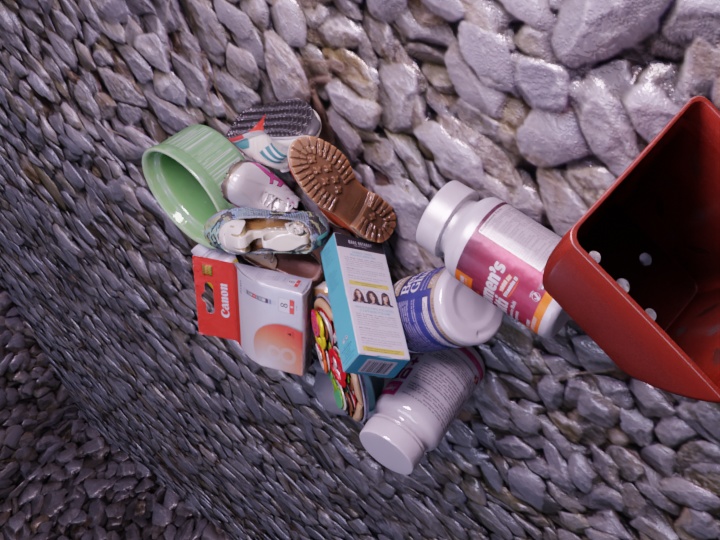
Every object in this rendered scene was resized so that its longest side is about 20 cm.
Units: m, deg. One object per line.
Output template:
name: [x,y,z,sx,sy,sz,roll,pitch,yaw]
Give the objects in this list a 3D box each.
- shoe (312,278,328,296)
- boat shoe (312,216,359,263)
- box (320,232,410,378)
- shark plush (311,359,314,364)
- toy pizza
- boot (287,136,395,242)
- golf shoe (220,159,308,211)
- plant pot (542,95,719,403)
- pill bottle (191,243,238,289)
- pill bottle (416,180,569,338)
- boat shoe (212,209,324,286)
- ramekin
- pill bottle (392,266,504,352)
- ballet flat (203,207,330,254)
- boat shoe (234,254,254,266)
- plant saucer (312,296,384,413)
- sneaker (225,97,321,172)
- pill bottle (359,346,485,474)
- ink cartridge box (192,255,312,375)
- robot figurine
shoe: [-0.081,0.001,1.460,0.200,0.069,0.054,-150,61,-62]
boat shoe: [0.000,0.000,1.378,0.070,0.070,0.201,-19,113,34]
box: [0.004,0.046,1.244,0.049,0.082,0.202,-51,39,41]
shark plush: [-0.147,0.080,1.571,0.083,0.091,0.200,-34,114,24]
toy pizza: [-0.038,0.133,1.351,0.200,0.031,0.202,161,90,-76]
boot: [-0.048,-0.113,1.258,0.107,0.075,0.200,21,161,51]
golf shoe: [-0.132,-0.108,1.362,0.092,0.073,0.200,26,180,27]
plant pot: [0.290,-0.003,0.864,0.200,0.200,0.176,45,163,2]
pill bottle: [-0.209,0.014,1.632,0.201,0.112,0.112,51,151,-7]
pill bottle: [0.170,-0.017,1.077,0.199,0.110,0.110,35,150,21]
boat shoe: [-0.145,-0.034,1.381,0.198,0.076,0.072,24,177,11]
ramekin: [-0.261,-0.145,1.515,0.199,0.098,0.201,34,149,23]
pill bottle: [0.100,0.057,1.265,0.111,0.111,0.199,52,151,-11]
ballet flat: [-0.144,-0.052,1.304,0.198,0.075,0.075,-4,131,17]
boat shoe: [-0.144,0.019,1.469,0.071,0.068,0.202,-14,96,18]
plant saucer: [-0.014,0.126,1.427,0.201,0.036,0.201,55,160,30]
sneaker: [-0.106,-0.187,1.301,0.199,0.071,0.093,6,150,48]
pill bottle: [0.091,0.195,1.351,0.113,0.200,0.114,28,149,19]
ink cartridge box: [-0.172,0.069,1.404,0.198,0.050,0.164,10,126,11]
robot figurine: [-0.004,0.199,1.585,0.169,0.114,0.199,29,161,-28]
